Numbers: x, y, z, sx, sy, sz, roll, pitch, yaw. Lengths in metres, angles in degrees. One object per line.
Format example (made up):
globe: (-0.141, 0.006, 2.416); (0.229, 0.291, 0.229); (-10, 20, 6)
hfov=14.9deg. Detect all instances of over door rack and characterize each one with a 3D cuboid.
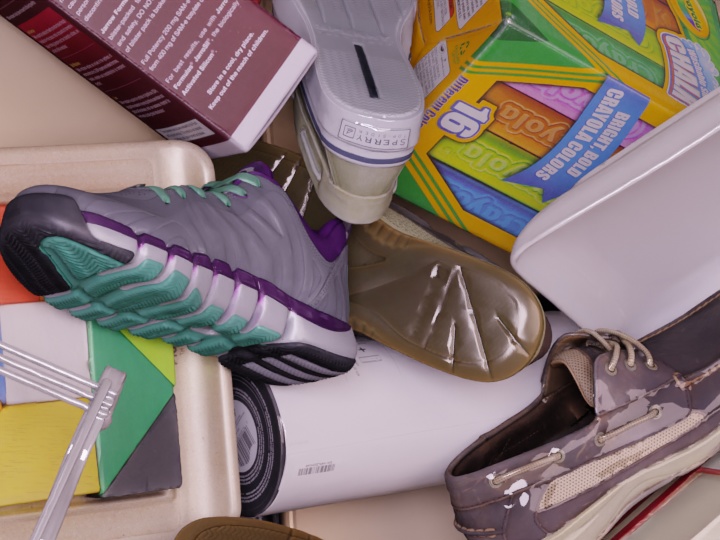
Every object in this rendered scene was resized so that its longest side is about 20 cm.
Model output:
over door rack: (-0.193, 0.091, 1.083); (0.148, 0.067, 0.200); (23, 44, -1)

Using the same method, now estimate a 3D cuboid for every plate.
plate: (0.179, -0.038, 1.319); (0.032, 0.200, 0.200); (62, 11, 26)

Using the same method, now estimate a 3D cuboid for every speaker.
speaker: (0.024, 0.068, 1.350); (0.200, 0.081, 0.081); (-7, 86, -35)

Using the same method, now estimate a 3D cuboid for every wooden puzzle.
wooden puzzle: (-0.146, 0.038, 1.203); (0.200, 0.037, 0.185); (-5, 90, -31)

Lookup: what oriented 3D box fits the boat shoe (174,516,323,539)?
boat shoe: (-0.007, 0.175, 1.256); (0.200, 0.065, 0.073); (27, 58, -15)

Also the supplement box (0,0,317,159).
supplement box: (-0.125, -0.132, 1.243); (0.200, 0.109, 0.061); (37, 81, -13)

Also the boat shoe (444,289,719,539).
boat shoe: (0.123, 0.066, 1.322); (0.200, 0.074, 0.073); (-41, 116, -19)

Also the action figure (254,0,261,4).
action figure: (-0.053, -0.204, 1.363); (0.065, 0.052, 0.200); (28, 74, -32)

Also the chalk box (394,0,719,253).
chalk box: (0.108, -0.084, 1.382); (0.200, 0.124, 0.125); (25, 38, -28)

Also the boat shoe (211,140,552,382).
boat shoe: (0.001, -0.001, 1.318); (0.072, 0.201, 0.066); (-64, 161, -1)

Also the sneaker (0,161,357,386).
sneaker: (-0.078, -0.016, 1.204); (0.200, 0.074, 0.088); (27, 60, -46)

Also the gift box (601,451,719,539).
gift box: (0.166, 0.174, 1.373); (0.187, 0.200, 0.185); (-37, 107, -17)

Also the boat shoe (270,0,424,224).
boat shoe: (-0.011, -0.094, 1.301); (0.072, 0.062, 0.200); (12, 30, -10)
